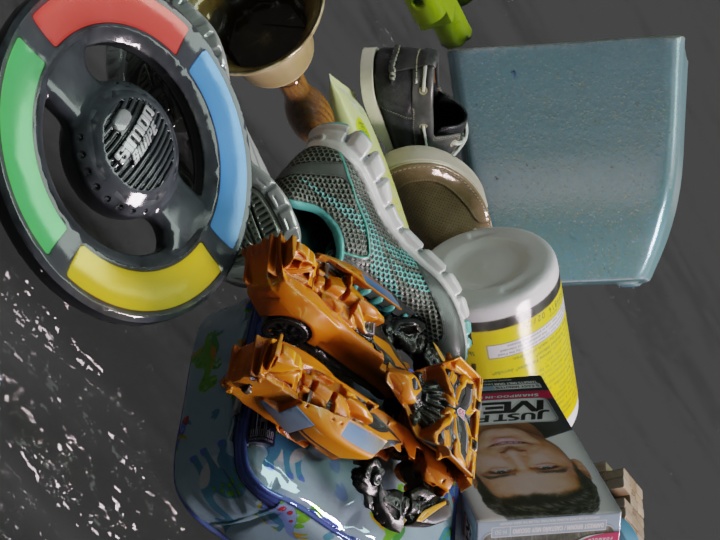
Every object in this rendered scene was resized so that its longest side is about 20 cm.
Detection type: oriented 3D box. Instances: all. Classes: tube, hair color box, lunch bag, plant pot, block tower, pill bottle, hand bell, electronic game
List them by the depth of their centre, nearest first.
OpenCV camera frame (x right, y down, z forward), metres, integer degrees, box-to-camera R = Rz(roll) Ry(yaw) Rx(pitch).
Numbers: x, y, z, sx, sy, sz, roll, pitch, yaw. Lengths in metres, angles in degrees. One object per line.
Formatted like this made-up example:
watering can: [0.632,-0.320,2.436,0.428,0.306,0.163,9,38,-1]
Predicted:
electronic game: [-0.135,-0.069,1.208,0.199,0.041,0.202,14,70,-45]
lunch bag: [-0.023,0.111,1.336,0.200,0.082,0.162,38,44,-33]
hair color box: [0.101,0.142,1.446,0.200,0.098,0.061,-115,-156,-63]
hand bell: [-0.050,-0.133,1.479,0.200,0.103,0.105,61,25,-62]
tube: [0.010,-0.047,1.594,0.052,0.058,0.202,-9,78,-29]
pill bottle: [0.112,0.077,1.664,0.112,0.110,0.201,-70,153,-53]
plant pot: [0.184,-0.085,1.820,0.196,0.195,0.202,4,84,-80]
block tower: [0.225,0.273,1.918,0.058,0.054,0.201,46,37,-49]

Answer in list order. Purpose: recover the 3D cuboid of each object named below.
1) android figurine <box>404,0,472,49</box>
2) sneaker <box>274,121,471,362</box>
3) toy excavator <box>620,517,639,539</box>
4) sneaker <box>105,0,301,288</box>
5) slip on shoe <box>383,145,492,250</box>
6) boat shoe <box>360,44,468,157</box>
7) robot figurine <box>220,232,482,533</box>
android figurine: [0.052,-0.295,1.838,0.183,0.041,0.201,-77,148,-47]
sneaker: [0.000,0.000,1.497,0.091,0.077,0.201,-39,99,-38]
toy excavator: [0.187,0.257,1.747,0.199,0.194,0.101,9,68,-38]
sneaker: [-0.104,-0.081,1.334,0.099,0.077,0.201,-174,-119,-86]
slip on shoe: [0.070,-0.020,1.693,0.200,0.075,0.061,63,22,-48]
boat shoe: [0.056,-0.104,1.695,0.200,0.067,0.072,64,20,-51]
robot figurine: [0.004,0.069,1.273,0.200,0.058,0.146,34,48,-35]
